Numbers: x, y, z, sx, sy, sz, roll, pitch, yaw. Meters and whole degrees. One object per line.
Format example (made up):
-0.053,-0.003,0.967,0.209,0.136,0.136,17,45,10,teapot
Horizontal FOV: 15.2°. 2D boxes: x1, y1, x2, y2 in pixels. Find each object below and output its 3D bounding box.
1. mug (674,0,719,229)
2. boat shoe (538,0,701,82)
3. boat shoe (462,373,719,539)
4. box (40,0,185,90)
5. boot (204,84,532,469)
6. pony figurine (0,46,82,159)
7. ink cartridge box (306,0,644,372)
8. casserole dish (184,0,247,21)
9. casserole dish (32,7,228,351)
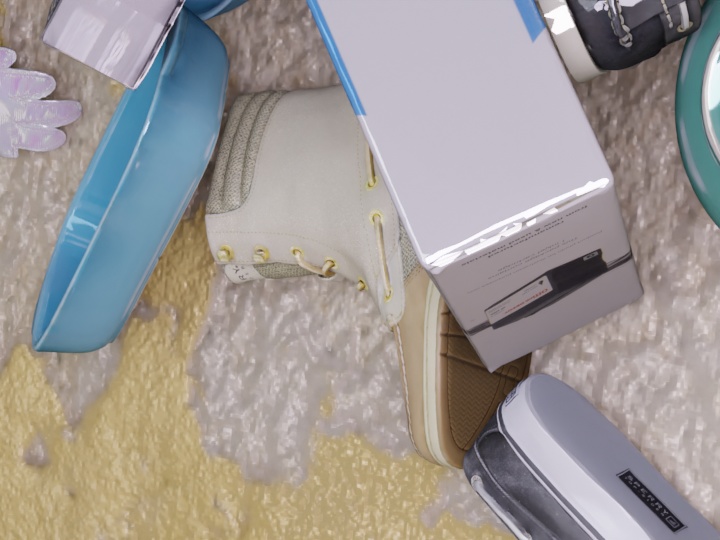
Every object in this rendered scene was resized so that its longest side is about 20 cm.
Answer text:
0.212,-0.080,1.089,0.152,0.114,0.185,44,115,30,mug
0.121,-0.126,1.128,0.067,0.200,0.072,-26,98,17,boat shoe
0.119,0.139,1.177,0.199,0.074,0.068,46,119,15,boat shoe
-0.088,-0.170,1.223,0.050,0.200,0.158,27,95,-9,box
0.000,0.000,1.283,0.154,0.072,0.201,-9,78,37,boot
-0.246,-0.159,1.427,0.192,0.200,0.167,13,91,22,pony figurine
0.049,-0.056,1.117,0.083,0.200,0.146,-25,74,3,ink cartridge box
-0.054,-0.214,1.350,0.200,0.039,0.121,-49,61,26,casserole dish
-0.112,-0.041,1.339,0.121,0.039,0.200,-86,20,-51,casserole dish
